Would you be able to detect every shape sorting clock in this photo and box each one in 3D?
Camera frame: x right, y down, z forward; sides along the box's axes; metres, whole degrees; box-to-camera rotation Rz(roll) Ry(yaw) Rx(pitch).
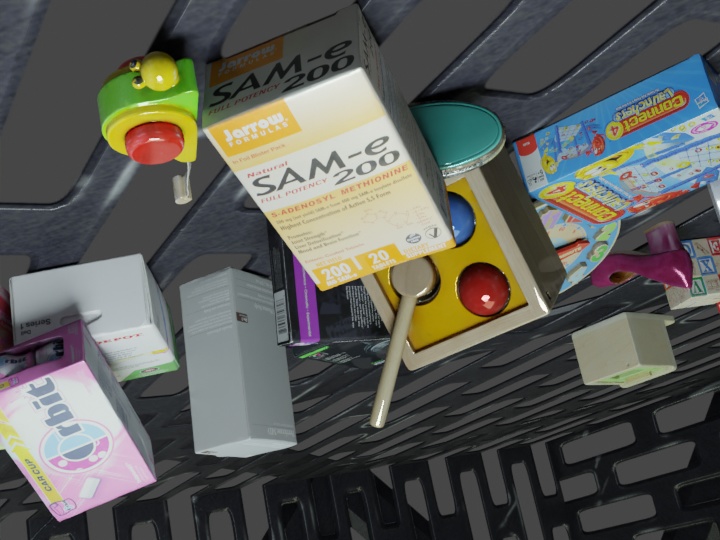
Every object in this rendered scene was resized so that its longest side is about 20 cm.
[{"bbox_3d":[0.230,-0.020,1.185,0.196,0.040,0.202,-15,139,-14],"label":"shape sorting clock"}]

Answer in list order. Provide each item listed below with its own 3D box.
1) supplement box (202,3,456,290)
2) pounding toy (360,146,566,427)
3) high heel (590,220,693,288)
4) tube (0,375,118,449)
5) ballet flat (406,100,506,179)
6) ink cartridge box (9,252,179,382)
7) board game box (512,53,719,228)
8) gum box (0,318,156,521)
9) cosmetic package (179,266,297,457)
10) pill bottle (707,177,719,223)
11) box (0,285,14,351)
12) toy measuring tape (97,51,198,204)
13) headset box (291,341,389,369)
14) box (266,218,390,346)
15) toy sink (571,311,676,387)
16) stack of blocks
[{"bbox_3d":[-0.018,-0.083,0.730,0.124,0.075,0.201,-18,138,16],"label":"supplement box"},{"bbox_3d":[0.071,0.010,0.912,0.198,0.187,0.142,-25,-172,27],"label":"pounding toy"},{"bbox_3d":[0.398,0.011,1.375,0.066,0.098,0.200,-3,160,-28],"label":"high heel"},{"bbox_3d":[-0.355,0.164,1.081,0.198,0.052,0.058,-30,122,26],"label":"tube"},{"bbox_3d":[0.027,-0.101,0.834,0.196,0.074,0.072,-9,163,6],"label":"ballet flat"},{"bbox_3d":[-0.290,0.063,1.075,0.142,0.086,0.201,-11,162,-6],"label":"ink cartridge box"},{"bbox_3d":[0.283,-0.119,0.968,0.193,0.057,0.198,-24,159,31],"label":"board game box"},{"bbox_3d":[-0.297,0.152,0.979,0.111,0.067,0.202,-21,129,-5],"label":"gum box"},{"bbox_3d":[-0.143,0.111,1.129,0.089,0.204,0.106,-20,162,24],"label":"cosmetic package"},{"bbox_3d":[0.474,-0.112,1.028,0.197,0.114,0.112,-19,161,18],"label":"pill bottle"},{"bbox_3d":[-0.410,0.098,1.070,0.093,0.105,0.201,-11,161,-4],"label":"box"},{"bbox_3d":[-0.156,-0.098,0.711,0.072,0.075,0.200,-8,161,-14],"label":"toy measuring tape"},{"bbox_3d":[0.019,0.050,1.238,0.172,0.095,0.199,-22,160,24],"label":"headset box"},{"bbox_3d":[0.000,0.000,0.988,0.196,0.146,0.036,0,169,-33],"label":"box"},{"bbox_3d":[0.529,0.159,1.885,0.198,0.114,0.129,6,155,-45],"label":"toy sink"},{"bbox_3d":[0.556,0.011,1.455,0.196,0.118,0.059,-6,162,-19],"label":"stack of blocks"}]
